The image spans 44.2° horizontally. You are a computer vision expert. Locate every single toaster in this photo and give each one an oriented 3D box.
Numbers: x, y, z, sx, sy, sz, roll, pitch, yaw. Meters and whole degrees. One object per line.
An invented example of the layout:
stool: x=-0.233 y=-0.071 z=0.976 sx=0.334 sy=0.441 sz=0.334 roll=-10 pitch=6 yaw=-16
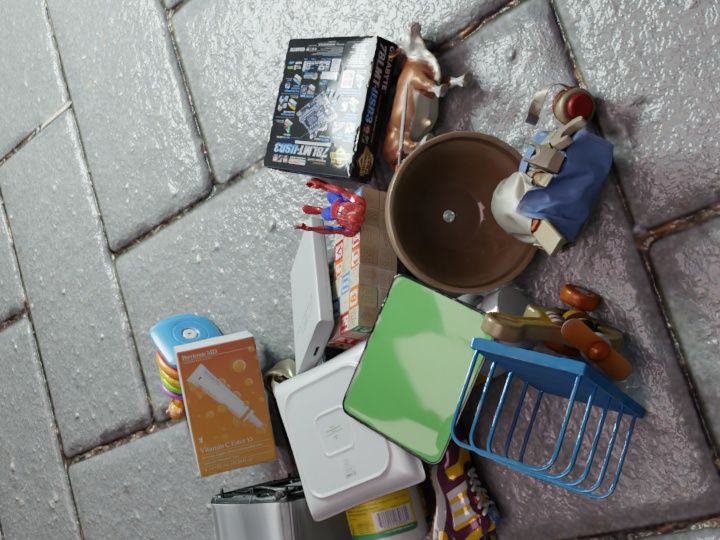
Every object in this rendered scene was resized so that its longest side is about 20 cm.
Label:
toaster: x=-0.108 y=0.370 z=1.313 sx=0.181 sy=0.200 sz=0.119 roll=-14 pitch=80 yaw=39

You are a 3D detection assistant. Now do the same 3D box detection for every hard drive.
hard drive: x=-0.072 y=0.039 z=1.283 sx=0.132 sy=0.027 sz=0.200 roll=112 pitch=158 yaw=-43

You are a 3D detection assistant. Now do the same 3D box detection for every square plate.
square plate: x=-0.026 y=0.213 z=1.182 sx=0.200 sy=0.028 sz=0.198 roll=-30 pitch=69 yaw=32

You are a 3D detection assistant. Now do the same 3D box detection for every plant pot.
plant pot: x=0.124 y=-0.070 z=1.127 sx=0.093 sy=0.201 sz=0.201 roll=174 pitch=90 yaw=-80

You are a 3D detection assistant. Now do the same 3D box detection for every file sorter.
file sorter: x=0.212 y=0.173 z=1.010 sx=0.139 sy=0.200 sz=0.123 roll=11 pitch=76 yaw=38

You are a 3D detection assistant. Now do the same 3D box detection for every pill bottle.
pill bottle: x=0.128 y=0.098 z=1.152 sx=0.200 sy=0.113 sz=0.113 roll=-32 pitch=74 yaw=37
pill bottle: x=0.022 y=0.280 z=1.243 sx=0.113 sy=0.113 sz=0.200 roll=-21 pitch=81 yaw=39

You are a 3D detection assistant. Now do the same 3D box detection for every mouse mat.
mouse mat: x=0.070 y=0.121 z=1.106 sx=0.161 sy=0.008 sz=0.200 roll=27 pitch=97 yaw=31

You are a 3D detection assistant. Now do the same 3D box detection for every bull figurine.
bull figurine: x=0.082 y=-0.227 z=1.189 sx=0.121 sy=0.065 sz=0.200 roll=31 pitch=117 yaw=52

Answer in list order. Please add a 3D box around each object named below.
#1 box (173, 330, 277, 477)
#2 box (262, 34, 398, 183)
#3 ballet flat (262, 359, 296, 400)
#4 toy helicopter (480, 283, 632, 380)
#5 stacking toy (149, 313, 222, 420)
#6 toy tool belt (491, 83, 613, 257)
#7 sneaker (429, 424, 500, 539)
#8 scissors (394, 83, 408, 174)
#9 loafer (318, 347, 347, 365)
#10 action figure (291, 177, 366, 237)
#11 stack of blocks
box: x=-0.214 y=0.208 z=1.404 sx=0.097 sy=0.124 sz=0.200 roll=-177 pitch=76 yaw=-76
box: x=-0.047 y=-0.233 z=1.276 sx=0.200 sy=0.050 sz=0.199 roll=13 pitch=93 yaw=46
ballet flat: x=-0.079 y=0.214 z=1.362 sx=0.200 sy=0.069 sz=0.069 roll=41 pitch=117 yaw=30
toy helicopter: x=0.224 y=0.073 z=1.013 sx=0.132 sy=0.200 sz=0.079 roll=39 pitch=118 yaw=50
stacking toy: x=-0.307 y=0.183 z=1.539 sx=0.110 sy=0.116 sz=0.200 roll=46 pitch=135 yaw=37
toy tool belt: x=0.239 y=-0.117 z=1.027 sx=0.123 sy=0.125 sz=0.200 roll=-138 pitch=69 yaw=-74
sneaker: x=0.147 y=0.303 z=1.186 sx=0.090 sy=0.075 sz=0.200 roll=6 pitch=103 yaw=31
scissors: x=0.050 y=-0.141 z=1.172 sx=0.014 sy=0.073 sz=0.200 roll=3 pitch=90 yaw=1
loafer: x=-0.004 y=0.124 z=1.308 sx=0.200 sy=0.063 sz=0.072 roll=-33 pitch=43 yaw=30
action figure: x=-0.057 y=-0.090 z=1.212 sx=0.200 sy=0.099 sz=0.065 roll=32 pitch=109 yaw=64
stack of blocks: x=0.000 y=0.000 z=1.232 sx=0.115 sy=0.059 sz=0.200 roll=145 pitch=131 yaw=-59
